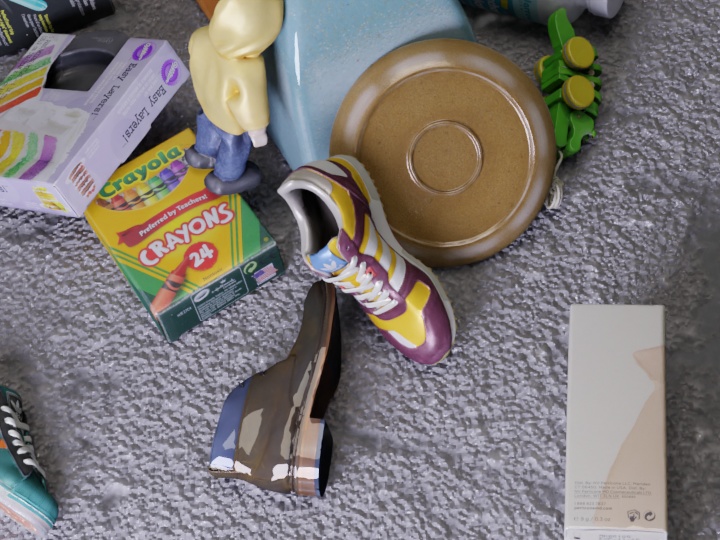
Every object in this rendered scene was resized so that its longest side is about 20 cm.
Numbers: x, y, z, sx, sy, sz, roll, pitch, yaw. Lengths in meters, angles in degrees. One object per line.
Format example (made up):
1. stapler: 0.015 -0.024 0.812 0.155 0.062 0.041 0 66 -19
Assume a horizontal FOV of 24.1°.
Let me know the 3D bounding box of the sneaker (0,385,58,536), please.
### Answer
1. sneaker: -0.308 0.140 1.421 0.080 0.071 0.200 -44 58 -14

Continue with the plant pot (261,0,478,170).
1. plant pot: -0.013 -0.224 1.523 0.196 0.200 0.196 -26 48 -9

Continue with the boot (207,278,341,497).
1. boot: -0.069 0.090 1.410 0.097 0.075 0.201 2 58 8

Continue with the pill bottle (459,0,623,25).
1. pill bottle: 0.155 -0.298 1.613 0.199 0.111 0.111 18 61 21

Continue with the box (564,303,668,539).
1. box: 0.200 0.132 1.322 0.077 0.095 0.201 0 57 9

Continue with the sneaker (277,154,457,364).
1. sneaker: 0.000 0.000 1.412 0.200 0.075 0.090 56 37 6

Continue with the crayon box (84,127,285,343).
1. crayon box: -0.173 -0.045 1.536 0.127 0.051 0.200 -32 56 -11

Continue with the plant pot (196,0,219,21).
1. plant pot: -0.094 -0.345 1.648 0.140 0.200 0.200 -21 54 -18

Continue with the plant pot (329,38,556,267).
1. plant pot: 0.072 -0.098 1.458 0.199 0.201 0.027 -14 13 1

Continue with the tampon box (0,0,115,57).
1. tampon box: -0.372 -0.312 1.694 0.199 0.150 0.127 -22 56 -5

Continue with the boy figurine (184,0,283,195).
1. boy figurine: -0.113 -0.167 1.467 0.064 0.201 0.124 -15 46 -30

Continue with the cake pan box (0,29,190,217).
1. cake pan box: -0.280 -0.143 1.591 0.184 0.052 0.200 12 56 38

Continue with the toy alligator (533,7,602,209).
1. toy alligator: 0.195 -0.143 1.539 0.054 0.059 0.201 13 68 -25
